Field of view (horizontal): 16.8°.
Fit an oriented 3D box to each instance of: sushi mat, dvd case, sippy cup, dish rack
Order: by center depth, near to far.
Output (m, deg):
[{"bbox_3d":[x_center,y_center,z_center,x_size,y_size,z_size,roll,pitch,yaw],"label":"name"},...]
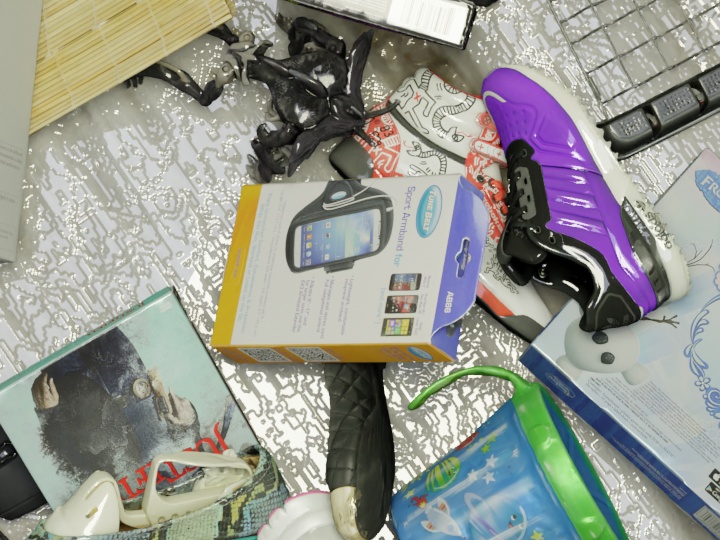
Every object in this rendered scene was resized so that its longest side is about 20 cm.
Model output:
[{"bbox_3d":[0.094,0.163,1.617,0.130,0.140,0.178,-29,49,7],"label":"sippy cup"},{"bbox_3d":[-0.141,0.131,1.632,0.145,0.022,0.201,-29,107,-5],"label":"dvd case"},{"bbox_3d":[-0.174,-0.168,1.651,0.199,0.012,0.096,-26,69,27],"label":"sushi mat"},{"bbox_3d":[0.194,-0.194,1.680,0.153,0.055,0.201,-27,90,-4],"label":"dish rack"}]

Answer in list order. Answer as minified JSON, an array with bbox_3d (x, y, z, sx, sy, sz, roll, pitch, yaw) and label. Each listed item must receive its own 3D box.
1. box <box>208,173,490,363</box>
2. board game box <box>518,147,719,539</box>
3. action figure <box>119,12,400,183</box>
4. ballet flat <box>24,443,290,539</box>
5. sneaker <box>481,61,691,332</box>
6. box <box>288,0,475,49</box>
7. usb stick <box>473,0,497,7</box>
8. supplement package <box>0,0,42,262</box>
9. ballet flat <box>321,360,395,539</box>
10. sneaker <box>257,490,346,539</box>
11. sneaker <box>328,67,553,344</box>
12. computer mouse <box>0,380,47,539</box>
[{"bbox_3d":[0.000,0.000,1.606,0.199,0.041,0.120,0,68,31],"label":"box"},{"bbox_3d":[0.244,0.054,1.641,0.200,0.043,0.199,42,69,4],"label":"board game box"},{"bbox_3d":[-0.060,-0.128,1.660,0.199,0.102,0.119,27,82,19],"label":"action figure"},{"bbox_3d":[-0.144,0.156,1.591,0.199,0.074,0.075,-13,84,-19],"label":"ballet flat"},{"bbox_3d":[0.123,-0.044,1.598,0.099,0.070,0.201,-31,72,-15],"label":"sneaker"},{"bbox_3d":[0.006,-0.180,1.614,0.142,0.200,0.036,16,97,2],"label":"box"},{"bbox_3d":[0.009,-0.232,1.702,0.199,0.033,0.056,16,73,2],"label":"usb stick"},{"bbox_3d":[-0.297,-0.113,1.633,0.117,0.117,0.201,2,82,23],"label":"supplement package"},{"bbox_3d":[-0.010,0.101,1.620,0.056,0.067,0.201,-14,45,12],"label":"ballet flat"},{"bbox_3d":[-0.053,0.246,1.595,0.088,0.081,0.201,44,112,36],"label":"sneaker"},{"bbox_3d":[0.084,-0.048,1.666,0.201,0.067,0.108,43,88,7],"label":"sneaker"},{"bbox_3d":[-0.216,0.118,1.654,0.200,0.053,0.139,-36,84,-4],"label":"computer mouse"}]
